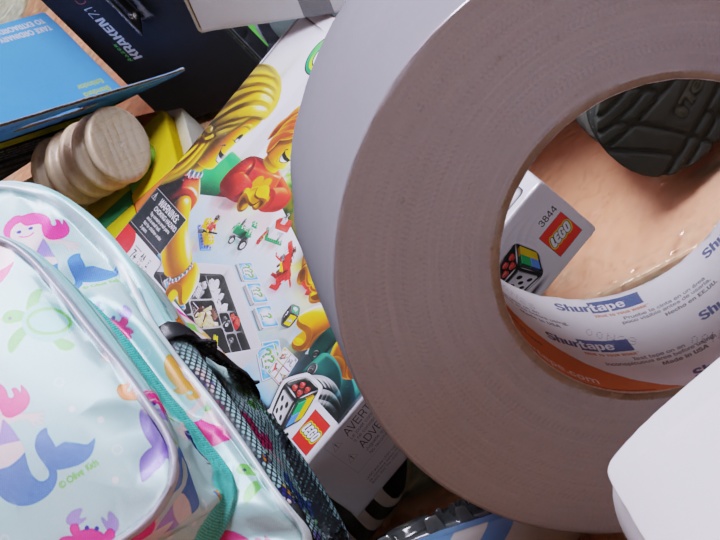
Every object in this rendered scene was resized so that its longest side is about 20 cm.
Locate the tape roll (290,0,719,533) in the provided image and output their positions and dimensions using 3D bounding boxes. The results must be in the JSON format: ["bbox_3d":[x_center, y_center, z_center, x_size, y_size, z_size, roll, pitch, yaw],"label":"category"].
[{"bbox_3d":[0.081,-0.023,0.765,0.200,0.200,0.066,-42,28,8],"label":"tape roll"}]

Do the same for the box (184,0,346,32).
[{"bbox_3d":[0.041,-0.164,0.994,0.199,0.041,0.156,-7,37,27],"label":"box"}]

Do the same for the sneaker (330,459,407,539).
[{"bbox_3d":[-0.045,0.064,0.977,0.115,0.076,0.200,-41,36,-9],"label":"sneaker"}]

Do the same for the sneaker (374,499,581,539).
[{"bbox_3d":[-0.003,0.137,0.833,0.200,0.073,0.072,-36,-6,-3],"label":"sneaker"}]

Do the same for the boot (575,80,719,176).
[{"bbox_3d":[0.140,-0.128,0.967,0.200,0.068,0.131,-43,23,3],"label":"boot"}]

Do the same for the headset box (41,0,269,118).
[{"bbox_3d":[-0.089,-0.197,1.239,0.092,0.174,0.201,-13,42,44],"label":"headset box"}]

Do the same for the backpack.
[{"bbox_3d":[-0.114,0.072,0.781,0.177,0.151,0.200,-36,52,1],"label":"backpack"}]

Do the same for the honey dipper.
[{"bbox_3d":[-0.174,-0.027,1.210,0.199,0.038,0.038,-25,35,43],"label":"honey dipper"}]

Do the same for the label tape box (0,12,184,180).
[{"bbox_3d":[-0.202,-0.069,1.195,0.199,0.064,0.144,-27,-2,39],"label":"label tape box"}]

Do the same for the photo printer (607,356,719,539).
[{"bbox_3d":[0.159,0.067,0.610,0.166,0.069,0.200,-39,30,8],"label":"photo printer"}]

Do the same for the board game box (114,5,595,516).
[{"bbox_3d":[-0.010,-0.011,0.916,0.126,0.035,0.200,-50,34,3],"label":"board game box"}]

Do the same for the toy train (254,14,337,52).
[{"bbox_3d":[0.022,-0.140,1.125,0.200,0.085,0.114,6,67,56],"label":"toy train"}]

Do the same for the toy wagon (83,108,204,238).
[{"bbox_3d":[-0.145,0.010,1.194,0.200,0.040,0.155,-40,29,11],"label":"toy wagon"}]
